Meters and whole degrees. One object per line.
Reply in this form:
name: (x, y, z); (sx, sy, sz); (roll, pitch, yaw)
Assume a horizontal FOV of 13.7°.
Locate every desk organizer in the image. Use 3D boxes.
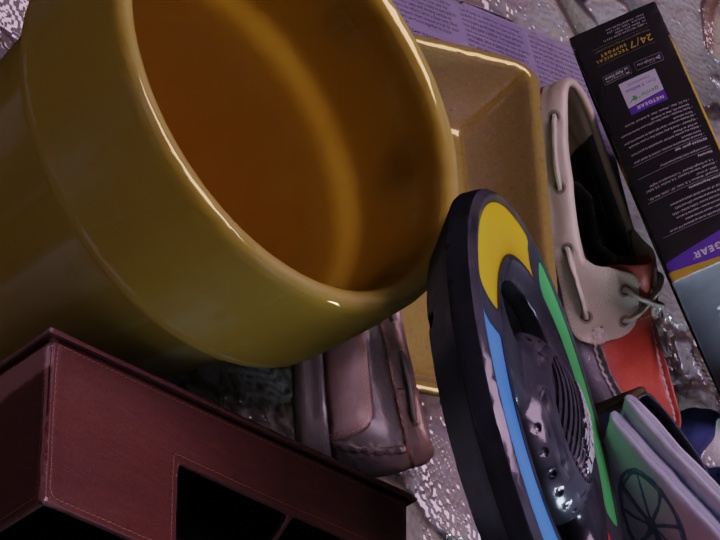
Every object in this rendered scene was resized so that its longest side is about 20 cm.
desk organizer: (-0.072, 0.105, 1.231); (0.199, 0.072, 0.077); (27, 47, -35)

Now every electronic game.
electronic game: (0.073, 0.064, 1.222); (0.200, 0.041, 0.201); (-16, 90, -77)

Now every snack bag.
snack bag: (0.163, 0.178, 1.326); (0.021, 0.189, 0.200); (-26, 56, -24)

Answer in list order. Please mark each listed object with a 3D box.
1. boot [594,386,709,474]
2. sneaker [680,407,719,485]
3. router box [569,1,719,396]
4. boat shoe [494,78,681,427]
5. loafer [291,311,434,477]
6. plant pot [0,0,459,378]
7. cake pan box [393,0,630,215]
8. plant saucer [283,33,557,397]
boot: (0.147, 0.153, 1.519); (0.201, 0.097, 0.075); (56, 34, -7)
sneaker: (0.216, 0.157, 1.615); (0.075, 0.088, 0.201); (19, 50, -42)
router box: (0.179, -0.025, 1.603); (0.200, 0.052, 0.158); (57, 11, -60)
boat shoe: (0.122, 0.000, 1.544); (0.071, 0.062, 0.201); (-22, 89, -56)
loafer: (0.000, 0.000, 1.358); (0.072, 0.062, 0.201); (82, 6, -68)
plant pot: (-0.091, -0.038, 1.268); (0.200, 0.188, 0.202); (32, 44, -36)
cake pan box: (0.073, -0.051, 1.615); (0.199, 0.052, 0.185); (14, 57, -47)
plant saucer: (-0.003, -0.025, 1.455); (0.199, 0.048, 0.201); (12, 58, -25)
